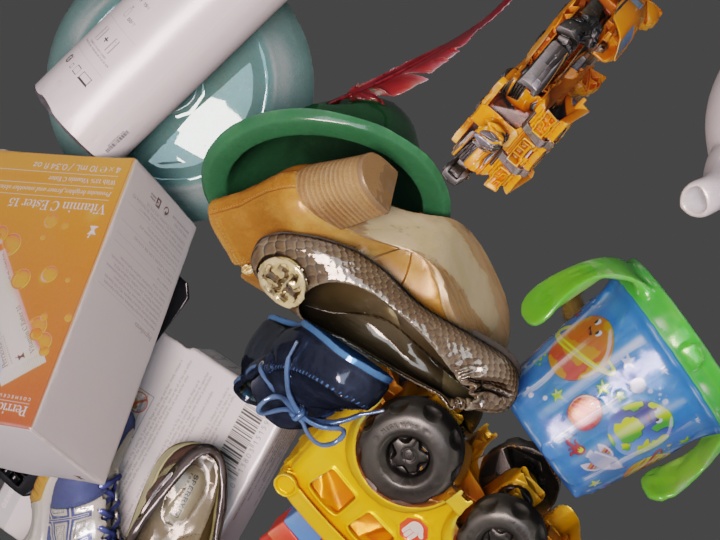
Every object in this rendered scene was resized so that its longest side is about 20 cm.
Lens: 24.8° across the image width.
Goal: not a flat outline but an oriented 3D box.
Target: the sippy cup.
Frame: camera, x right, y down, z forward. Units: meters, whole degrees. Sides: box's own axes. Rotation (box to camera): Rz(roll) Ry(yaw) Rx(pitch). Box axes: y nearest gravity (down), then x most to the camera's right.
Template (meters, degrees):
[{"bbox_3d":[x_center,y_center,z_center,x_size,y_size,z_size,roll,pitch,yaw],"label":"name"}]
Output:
[{"bbox_3d":[0.174,0.083,1.126,0.130,0.140,0.178,-35,85,4],"label":"sippy cup"}]

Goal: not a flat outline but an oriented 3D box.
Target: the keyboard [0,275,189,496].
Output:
[{"bbox_3d":[-0.220,0.059,1.186,0.104,0.040,0.200,39,94,19],"label":"keyboard"}]

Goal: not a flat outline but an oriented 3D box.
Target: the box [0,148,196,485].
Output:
[{"bbox_3d":[-0.213,0.029,1.109,0.124,0.098,0.201,5,64,26],"label":"box"}]

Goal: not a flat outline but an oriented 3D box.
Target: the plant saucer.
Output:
[{"bbox_3d":[-0.134,-0.134,1.183,0.199,0.036,0.201,0,94,3],"label":"plant saucer"}]

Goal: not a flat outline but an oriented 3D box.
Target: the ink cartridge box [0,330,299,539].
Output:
[{"bbox_3d":[-0.159,0.145,1.202,0.173,0.044,0.201,31,96,22],"label":"ink cartridge box"}]

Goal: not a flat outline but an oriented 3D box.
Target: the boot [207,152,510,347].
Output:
[{"bbox_3d":[0.000,0.000,1.127,0.144,0.071,0.201,-16,130,37],"label":"boot"}]

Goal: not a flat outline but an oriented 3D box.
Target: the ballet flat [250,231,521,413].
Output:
[{"bbox_3d":[0.014,0.039,1.070,0.199,0.046,0.067,31,139,-5],"label":"ballet flat"}]

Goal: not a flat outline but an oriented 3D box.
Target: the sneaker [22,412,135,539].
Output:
[{"bbox_3d":[-0.193,0.187,1.157,0.088,0.075,0.201,30,105,13],"label":"sneaker"}]

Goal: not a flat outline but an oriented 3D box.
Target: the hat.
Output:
[{"bbox_3d":[0.000,-0.114,1.176,0.199,0.166,0.177,10,52,1],"label":"hat"}]

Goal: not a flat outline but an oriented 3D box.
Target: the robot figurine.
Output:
[{"bbox_3d":[0.127,-0.123,1.076,0.058,0.200,0.145,40,133,1],"label":"robot figurine"}]

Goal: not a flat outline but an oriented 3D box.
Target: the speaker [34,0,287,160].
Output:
[{"bbox_3d":[-0.126,-0.167,1.122,0.200,0.081,0.081,-44,91,5],"label":"speaker"}]

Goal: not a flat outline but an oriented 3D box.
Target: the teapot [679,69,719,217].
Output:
[{"bbox_3d":[0.335,-0.099,1.102,0.196,0.146,0.201,22,94,1],"label":"teapot"}]

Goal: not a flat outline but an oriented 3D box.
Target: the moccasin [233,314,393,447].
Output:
[{"bbox_3d":[-0.033,0.077,1.067,0.080,0.200,0.068,36,81,-11],"label":"moccasin"}]

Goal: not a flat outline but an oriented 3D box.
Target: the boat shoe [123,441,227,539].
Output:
[{"bbox_3d":[-0.140,0.208,1.101,0.073,0.065,0.201,17,74,-7],"label":"boat shoe"}]

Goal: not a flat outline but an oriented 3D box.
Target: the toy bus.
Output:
[{"bbox_3d":[0.031,0.173,1.156,0.192,0.136,0.200,-43,93,18],"label":"toy bus"}]
